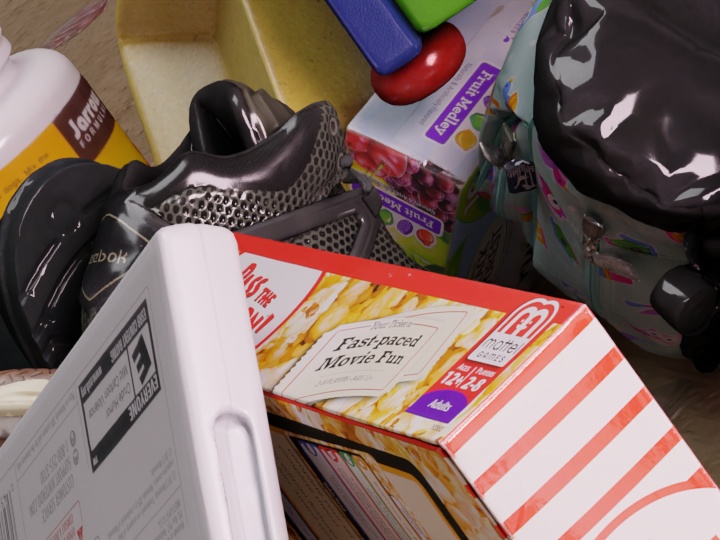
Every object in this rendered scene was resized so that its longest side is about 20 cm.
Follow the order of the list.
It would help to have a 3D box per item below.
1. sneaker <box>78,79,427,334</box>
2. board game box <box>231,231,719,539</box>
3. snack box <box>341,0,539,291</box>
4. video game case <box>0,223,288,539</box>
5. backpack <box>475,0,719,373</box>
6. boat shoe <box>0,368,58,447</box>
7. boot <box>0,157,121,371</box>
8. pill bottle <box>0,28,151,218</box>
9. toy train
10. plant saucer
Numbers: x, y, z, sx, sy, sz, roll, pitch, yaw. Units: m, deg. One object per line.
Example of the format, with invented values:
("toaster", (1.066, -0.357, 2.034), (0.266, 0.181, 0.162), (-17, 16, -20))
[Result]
("sneaker", (0.000, 0.000, 0.972), (0.076, 0.199, 0.115), (-5, 79, 56))
("board game box", (0.032, 0.069, 0.715), (0.046, 0.152, 0.200), (-42, 21, -15))
("snack box", (0.058, -0.055, 1.104), (0.200, 0.053, 0.143), (-51, -21, -36))
("video game case", (-0.057, 0.114, 0.733), (0.023, 0.183, 0.200), (0, -26, -25))
("backpack", (0.111, -0.054, 0.933), (0.167, 0.127, 0.200), (-44, -12, -13))
("boat shoe", (-0.143, 0.088, 0.914), (0.202, 0.075, 0.075), (-18, 59, 32))
("boot", (-0.090, 0.035, 1.058), (0.073, 0.198, 0.162), (-51, 31, -18))
("pill bottle", (-0.130, -0.012, 1.223), (0.109, 0.200, 0.109), (-32, 20, 13))
("toy train", (0.033, -0.142, 1.022), (0.115, 0.085, 0.200), (-32, 20, 12))
("plant saucer", (-0.041, -0.073, 1.124), (0.048, 0.201, 0.200), (-12, -31, -15))
